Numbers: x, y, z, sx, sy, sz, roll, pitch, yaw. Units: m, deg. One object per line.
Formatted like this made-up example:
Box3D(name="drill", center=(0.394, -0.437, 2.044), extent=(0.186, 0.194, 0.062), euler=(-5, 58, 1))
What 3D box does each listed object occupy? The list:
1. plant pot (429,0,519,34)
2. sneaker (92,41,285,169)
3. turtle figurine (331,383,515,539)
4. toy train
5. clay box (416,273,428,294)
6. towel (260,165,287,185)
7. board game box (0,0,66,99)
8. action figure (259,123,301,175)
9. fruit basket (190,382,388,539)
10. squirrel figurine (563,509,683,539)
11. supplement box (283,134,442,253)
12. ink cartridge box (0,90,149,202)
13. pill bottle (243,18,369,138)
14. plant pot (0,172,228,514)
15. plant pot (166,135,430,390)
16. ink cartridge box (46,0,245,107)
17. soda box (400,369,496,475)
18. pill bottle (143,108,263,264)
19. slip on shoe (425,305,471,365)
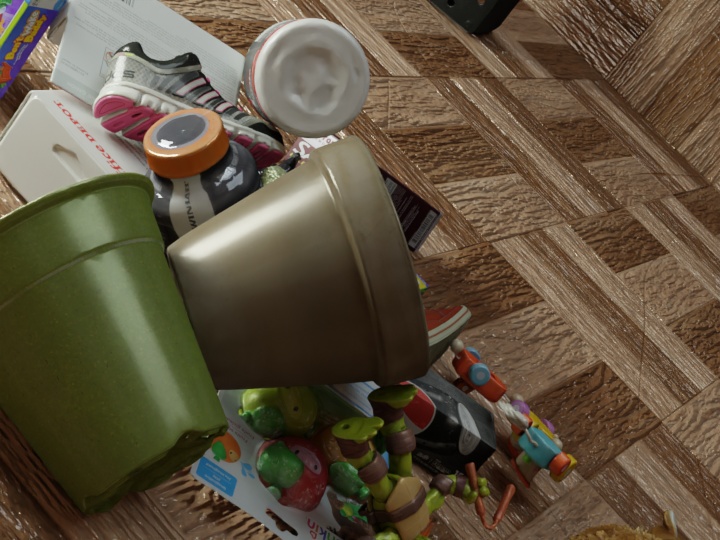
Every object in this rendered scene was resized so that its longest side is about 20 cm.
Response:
Box3D(name="plant pot", center=(0.216, -0.561, 2.899), extent=(0.199, 0.200, 0.178), euler=(40, 33, -1))
Box3D(name="sneaker", center=(-0.153, -0.154, 1.429), extent=(0.198, 0.074, 0.089), euler=(17, 59, -32))
Box3D(name="turtle figurine", center=(0.037, 0.176, 1.249), extent=(0.199, 0.163, 0.064), euler=(-30, 24, -31))
Box3D(name="toy train", center=(0.148, 0.157, 1.611), extent=(0.150, 0.056, 0.200), euler=(41, 7, -18))
Box3D(name="clay box", center=(0.000, 0.000, 1.651), extent=(0.115, 0.048, 0.200), euler=(44, 12, 8))
Box3D(name="towel", center=(-0.020, -0.002, 1.434), extent=(0.200, 0.036, 0.149), euler=(50, 9, -42))
Box3D(name="board game box", center=(-0.379, -0.277, 1.473), extent=(0.200, 0.135, 0.045), euler=(49, 24, 21))
Box3D(name="action figure", center=(-0.081, -0.094, 1.583), extent=(0.118, 0.103, 0.200), euler=(33, -6, 0))
Box3D(name="fruit basket", center=(-0.043, 0.149, 1.288), extent=(0.185, 0.094, 0.201), euler=(37, 27, -15))
Box3D(name="squirrel figurine", center=(0.290, 0.300, 1.498), extent=(0.199, 0.142, 0.187), euler=(36, 16, -19))
Box3D(name="supplement box", center=(0.006, -0.094, 1.768), extent=(0.109, 0.061, 0.200), euler=(38, 3, 29))
Box3D(name="ink cartridge box", center=(-0.226, -0.092, 1.443), extent=(0.146, 0.084, 0.200), euler=(46, 22, 13))
Box3D(name="pill bottle", center=(-0.059, -0.191, 1.522), extent=(0.110, 0.111, 0.200), euler=(35, 1, -12))
Box3D(name="plant pot", center=(-0.192, 0.065, 1.115), extent=(0.191, 0.199, 0.199), euler=(59, 26, 11))
Box3D(name="plant pot", center=(-0.057, 0.012, 1.227), extent=(0.200, 0.171, 0.203), euler=(164, -90, -82))
Box3D(name="ink cartridge box", center=(-0.208, -0.185, 1.485), extent=(0.199, 0.043, 0.175), euler=(30, 47, -28))
Box3D(name="soda box", center=(0.037, 0.125, 1.500), extent=(0.199, 0.063, 0.071), euler=(35, 23, -14))
Box3D(name="pill bottle", center=(-0.129, -0.041, 1.352), extent=(0.107, 0.105, 0.202), euler=(-109, -177, -52))
Box3D(name="slip on shoe", center=(0.061, 0.066, 1.642), extent=(0.061, 0.074, 0.199), euler=(43, 27, 14))
